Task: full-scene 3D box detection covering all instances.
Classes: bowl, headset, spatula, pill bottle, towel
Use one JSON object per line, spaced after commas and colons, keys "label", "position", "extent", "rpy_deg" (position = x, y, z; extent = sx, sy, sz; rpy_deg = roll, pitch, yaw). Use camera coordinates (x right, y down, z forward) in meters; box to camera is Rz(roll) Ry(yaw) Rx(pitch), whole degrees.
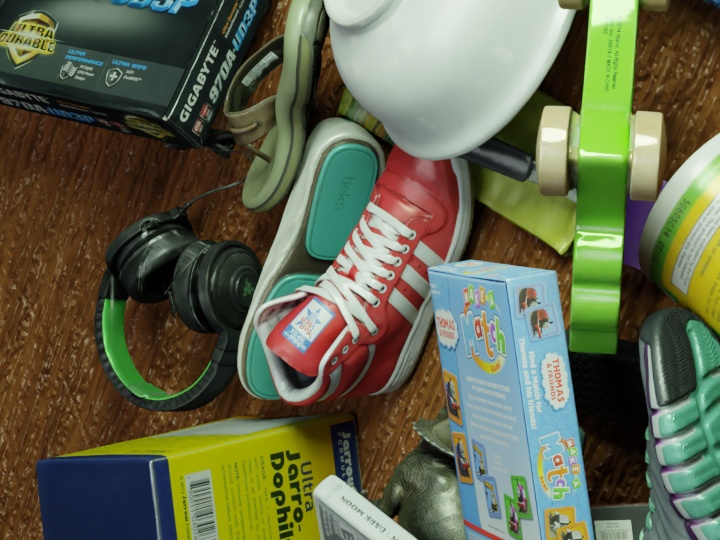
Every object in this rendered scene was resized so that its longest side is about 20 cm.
{"label": "bowl", "position": [0.040, -0.174, 1.465], "extent": [0.201, 0.090, 0.203], "rpy_deg": [-34, 46, 43]}
{"label": "headset", "position": [-0.127, -0.002, 1.677], "extent": [0.123, 0.094, 0.201], "rpy_deg": [26, 101, 34]}
{"label": "spatula", "position": [0.114, -0.054, 1.488], "extent": [0.199, 0.021, 0.057], "rpy_deg": [25, 105, 22]}
{"label": "pill bottle", "position": [0.258, 0.017, 1.349], "extent": [0.200, 0.111, 0.112], "rpy_deg": [42, 120, 28]}
{"label": "towel", "position": [0.071, -0.092, 1.552], "extent": [0.199, 0.018, 0.087], "rpy_deg": [34, 117, 31]}

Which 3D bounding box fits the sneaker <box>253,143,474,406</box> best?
{"label": "sneaker", "position": [0.000, 0.000, 1.549], "extent": [0.071, 0.112, 0.201], "rpy_deg": [35, 122, 35]}

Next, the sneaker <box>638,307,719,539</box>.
{"label": "sneaker", "position": [0.175, 0.125, 1.358], "extent": [0.087, 0.074, 0.202], "rpy_deg": [-20, 84, 45]}

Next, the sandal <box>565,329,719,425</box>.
{"label": "sandal", "position": [0.191, 0.061, 1.445], "extent": [0.200, 0.048, 0.076], "rpy_deg": [15, 139, 47]}

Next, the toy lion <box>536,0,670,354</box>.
{"label": "toy lion", "position": [0.136, -0.063, 1.367], "extent": [0.068, 0.192, 0.201], "rpy_deg": [3, 59, 7]}

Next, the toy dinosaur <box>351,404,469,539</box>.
{"label": "toy dinosaur", "position": [0.050, 0.168, 1.543], "extent": [0.102, 0.076, 0.202], "rpy_deg": [-15, 79, 57]}

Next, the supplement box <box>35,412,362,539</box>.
{"label": "supplement box", "position": [-0.100, 0.161, 1.606], "extent": [0.108, 0.199, 0.111], "rpy_deg": [-5, 93, 40]}

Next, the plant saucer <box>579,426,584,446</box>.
{"label": "plant saucer", "position": [0.096, 0.187, 1.566], "extent": [0.070, 0.019, 0.202], "rpy_deg": [19, 106, 37]}

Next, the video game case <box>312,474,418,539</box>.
{"label": "video game case", "position": [0.047, 0.239, 1.540], "extent": [0.181, 0.023, 0.201], "rpy_deg": [35, 151, 30]}

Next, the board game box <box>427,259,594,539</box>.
{"label": "board game box", "position": [0.089, 0.098, 1.432], "extent": [0.151, 0.036, 0.202], "rpy_deg": [-169, 70, -74]}

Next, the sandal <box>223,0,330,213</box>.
{"label": "sandal", "position": [-0.057, -0.117, 1.582], "extent": [0.057, 0.080, 0.202], "rpy_deg": [13, 143, -2]}

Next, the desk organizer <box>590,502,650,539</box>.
{"label": "desk organizer", "position": [0.210, 0.164, 1.429], "extent": [0.199, 0.077, 0.072], "rpy_deg": [-9, 90, 40]}

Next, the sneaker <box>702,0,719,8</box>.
{"label": "sneaker", "position": [0.214, -0.154, 1.385], "extent": [0.199, 0.077, 0.112], "rpy_deg": [-5, 83, 33]}

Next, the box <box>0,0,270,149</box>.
{"label": "box", "position": [-0.157, -0.176, 1.665], "extent": [0.199, 0.046, 0.160], "rpy_deg": [15, 74, 38]}

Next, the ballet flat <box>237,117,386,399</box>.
{"label": "ballet flat", "position": [-0.034, -0.011, 1.624], "extent": [0.069, 0.069, 0.201], "rpy_deg": [34, 116, 31]}
